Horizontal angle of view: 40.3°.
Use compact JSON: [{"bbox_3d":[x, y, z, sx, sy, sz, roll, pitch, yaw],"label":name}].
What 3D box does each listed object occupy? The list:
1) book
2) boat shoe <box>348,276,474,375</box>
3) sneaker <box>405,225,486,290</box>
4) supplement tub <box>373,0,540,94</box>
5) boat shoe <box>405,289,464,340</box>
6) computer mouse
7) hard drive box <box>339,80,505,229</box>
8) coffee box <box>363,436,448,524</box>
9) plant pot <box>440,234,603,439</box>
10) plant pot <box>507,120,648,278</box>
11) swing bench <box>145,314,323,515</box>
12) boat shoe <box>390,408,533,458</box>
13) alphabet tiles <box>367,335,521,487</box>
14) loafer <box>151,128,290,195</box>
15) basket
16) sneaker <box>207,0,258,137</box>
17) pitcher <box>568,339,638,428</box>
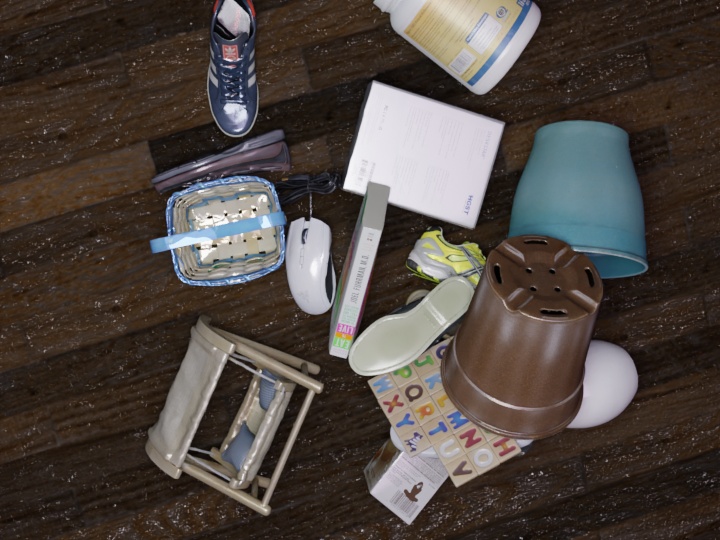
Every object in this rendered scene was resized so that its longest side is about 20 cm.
[{"bbox_3d":[0.000,0.000,1.334,0.047,0.134,0.203,14,120,-2],"label":"book"},{"bbox_3d":[0.071,0.083,1.358,0.199,0.066,0.075,-39,77,-9],"label":"boat shoe"},{"bbox_3d":[0.166,0.003,1.420,0.198,0.075,0.077,25,84,-13],"label":"sneaker"},{"bbox_3d":[0.131,-0.355,1.341,0.199,0.145,0.146,36,92,-9],"label":"supplement tub"},{"bbox_3d":[0.160,0.084,1.430,0.197,0.065,0.073,23,93,-7],"label":"boat shoe"},{"bbox_3d":[-0.073,-0.035,1.390,0.108,0.044,0.204,-1,98,23],"label":"computer mouse"},{"bbox_3d":[0.085,-0.162,1.391,0.197,0.077,0.158,17,94,-7],"label":"hard drive box"},{"bbox_3d":[0.098,0.249,1.418,0.079,0.114,0.201,38,90,-7],"label":"coffee box"},{"bbox_3d":[0.216,0.077,1.266,0.196,0.202,0.200,4,135,-6],"label":"plant pot"},{"bbox_3d":[0.302,-0.100,1.371,0.196,0.200,0.192,6,80,-6],"label":"plant pot"},{"bbox_3d":[-0.180,0.198,1.377,0.197,0.130,0.202,23,94,-7],"label":"swing bench"},{"bbox_3d":[0.140,0.230,1.331,0.196,0.069,0.057,-3,141,8],"label":"boat shoe"},{"bbox_3d":[0.124,0.187,1.324,0.165,0.201,0.008,-26,143,-9],"label":"alphabet tiles"},{"bbox_3d":[-0.191,-0.137,1.372,0.197,0.072,0.064,-22,102,-6],"label":"loafer"},{"bbox_3d":[-0.176,-0.053,1.309,0.173,0.200,0.142,-10,89,3],"label":"basket"},{"bbox_3d":[-0.177,-0.286,1.347,0.073,0.085,0.204,-3,97,-5],"label":"sneaker"},{"bbox_3d":[0.290,0.183,1.433,0.197,0.172,0.123,-14,67,-21],"label":"pitcher"}]
